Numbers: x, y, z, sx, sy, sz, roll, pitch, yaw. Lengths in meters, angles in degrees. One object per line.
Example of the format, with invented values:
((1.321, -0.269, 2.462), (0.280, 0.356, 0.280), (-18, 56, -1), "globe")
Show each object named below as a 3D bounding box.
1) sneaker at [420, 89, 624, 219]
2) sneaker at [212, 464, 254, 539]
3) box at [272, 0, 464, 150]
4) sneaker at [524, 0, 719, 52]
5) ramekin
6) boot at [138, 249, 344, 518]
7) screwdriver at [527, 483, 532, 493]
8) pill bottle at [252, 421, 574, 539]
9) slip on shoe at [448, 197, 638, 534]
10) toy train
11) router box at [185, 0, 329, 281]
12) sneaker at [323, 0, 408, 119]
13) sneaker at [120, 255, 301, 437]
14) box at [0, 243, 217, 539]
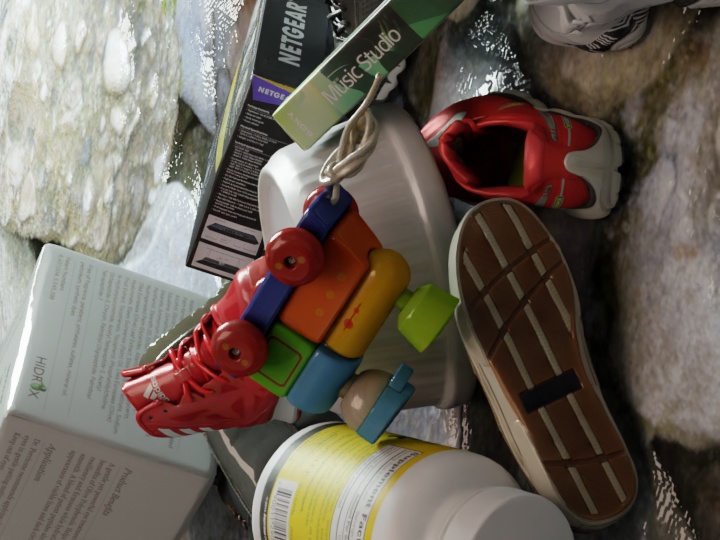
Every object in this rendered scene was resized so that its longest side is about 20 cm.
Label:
((0.079, -0.076, 1.280), (0.200, 0.084, 0.078), (9, 93, 61), "sneaker")
((-0.055, 0.180, 1.530), (0.107, 0.074, 0.201), (113, 152, -45), "sneaker")
((0.041, -0.169, 1.283), (0.200, 0.036, 0.144), (-43, 5, 37), "box")
((0.126, -0.173, 1.173), (0.200, 0.114, 0.076), (-11, 77, 61), "sneaker")
((0.000, 0.000, 1.336), (0.202, 0.094, 0.204), (166, 90, -79), "ramekin")
((-0.041, 0.088, 1.480), (0.200, 0.182, 0.073), (40, 167, 37), "boot")
((0.118, 0.170, 1.242), (0.029, 0.028, 0.201), (82, 170, -51), "screwdriver")
((0.032, 0.155, 1.225), (0.200, 0.111, 0.112), (9, 95, 55), "pill bottle")
((0.102, 0.058, 1.221), (0.201, 0.076, 0.061), (66, 165, 10), "slip on shoe")
((0.008, 0.000, 1.186), (0.200, 0.115, 0.085), (-57, -2, 28), "toy train")
((-0.072, -0.106, 1.518), (0.200, 0.052, 0.158), (-86, 16, -61), "router box")
((-0.004, -0.204, 1.444), (0.066, 0.090, 0.201), (41, 123, 57), "sneaker")
((-0.096, 0.064, 1.349), (0.200, 0.115, 0.079), (91, 160, -62), "sneaker")
((-0.216, 0.130, 1.664), (0.201, 0.170, 0.199), (-85, 19, -47), "box")
